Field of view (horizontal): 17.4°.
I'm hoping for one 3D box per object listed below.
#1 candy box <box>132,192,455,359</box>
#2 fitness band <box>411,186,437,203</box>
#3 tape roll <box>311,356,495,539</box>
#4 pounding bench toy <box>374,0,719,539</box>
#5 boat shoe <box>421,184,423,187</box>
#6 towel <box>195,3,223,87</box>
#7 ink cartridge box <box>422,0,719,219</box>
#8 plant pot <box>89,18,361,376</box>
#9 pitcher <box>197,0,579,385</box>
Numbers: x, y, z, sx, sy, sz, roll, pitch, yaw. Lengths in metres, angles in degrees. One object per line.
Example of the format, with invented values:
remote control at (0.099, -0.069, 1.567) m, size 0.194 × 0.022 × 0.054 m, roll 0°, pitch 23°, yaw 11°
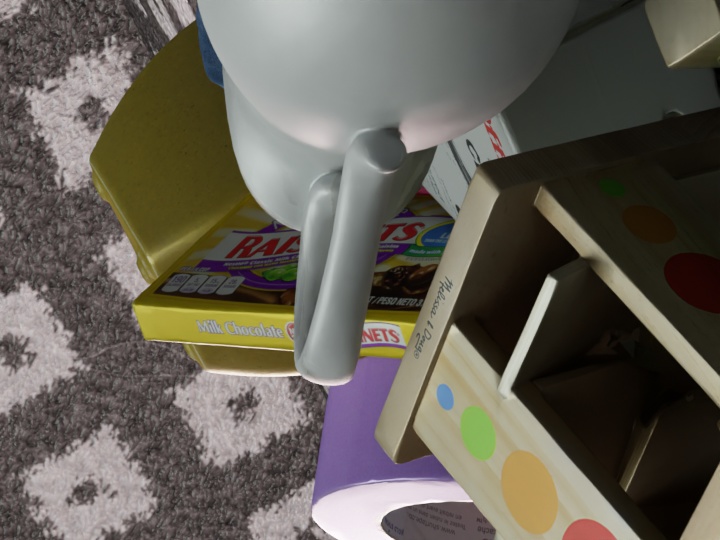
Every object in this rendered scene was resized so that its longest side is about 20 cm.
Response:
candy box at (0.000, 0.000, 1.064) m, size 0.200 × 0.102 × 0.026 m, roll 2°, pitch 123°, yaw 39°
fitness band at (0.064, 0.009, 1.125) m, size 0.200 × 0.037 × 0.144 m, roll -12°, pitch 116°, yaw 47°
tape roll at (0.079, 0.098, 1.120) m, size 0.200 × 0.200 × 0.066 m, roll 78°, pitch -159°, yaw -69°
pounding bench toy at (0.120, 0.023, 0.734) m, size 0.156 × 0.124 × 0.200 m, roll 50°, pitch 137°, yaw 33°
boat shoe at (0.011, -0.119, 1.117) m, size 0.062 × 0.072 × 0.200 m, roll 69°, pitch -162°, yaw -68°
towel at (-0.005, -0.092, 1.307) m, size 0.200 × 0.049 × 0.112 m, roll 36°, pitch 166°, yaw 12°
ink cartridge box at (0.071, -0.070, 0.948) m, size 0.144 × 0.084 × 0.200 m, roll 66°, pitch 171°, yaw -30°
plant pot at (-0.051, -0.049, 1.481) m, size 0.194 × 0.200 × 0.196 m, roll 55°, pitch 170°, yaw 44°
pitcher at (0.004, -0.065, 0.751) m, size 0.200 × 0.121 × 0.172 m, roll 116°, pitch 155°, yaw -69°
